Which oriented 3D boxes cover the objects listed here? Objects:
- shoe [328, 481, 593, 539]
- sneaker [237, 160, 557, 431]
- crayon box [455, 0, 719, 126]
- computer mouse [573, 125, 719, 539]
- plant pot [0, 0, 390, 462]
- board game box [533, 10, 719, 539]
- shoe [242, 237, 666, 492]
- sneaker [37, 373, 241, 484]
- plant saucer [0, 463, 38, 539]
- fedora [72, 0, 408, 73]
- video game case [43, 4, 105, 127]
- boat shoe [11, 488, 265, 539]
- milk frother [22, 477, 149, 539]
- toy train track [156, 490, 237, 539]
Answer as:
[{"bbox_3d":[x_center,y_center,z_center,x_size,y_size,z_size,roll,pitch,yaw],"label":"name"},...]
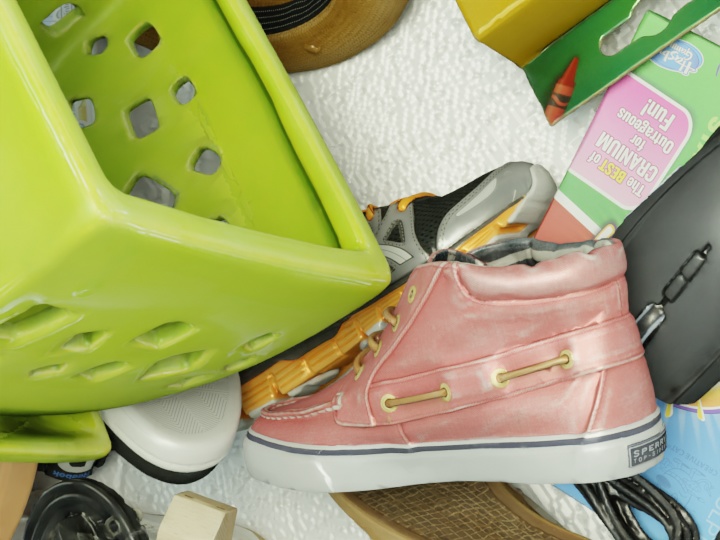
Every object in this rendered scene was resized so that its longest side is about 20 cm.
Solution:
[{"bbox_3d":[0.048,0.119,0.734,0.070,0.054,0.199,-36,47,-22],"label":"shoe"},{"bbox_3d":[0.000,0.000,0.758,0.199,0.078,0.078,-32,74,23],"label":"sneaker"},{"bbox_3d":[0.081,-0.180,0.703,0.127,0.051,0.201,-35,65,21],"label":"crayon box"},{"bbox_3d":[0.146,0.030,0.660,0.200,0.046,0.141,-45,73,19],"label":"computer mouse"},{"bbox_3d":[-0.138,-0.036,0.631,0.181,0.198,0.201,-36,68,21],"label":"plant pot"},{"bbox_3d":[0.146,0.014,0.708,0.152,0.040,0.201,30,103,21],"label":"board game box"},{"bbox_3d":[0.029,0.038,0.682,0.199,0.071,0.092,-6,97,37],"label":"shoe"},{"bbox_3d":[-0.119,0.068,0.791,0.200,0.072,0.113,47,130,49],"label":"sneaker"},{"bbox_3d":[-0.214,0.053,0.827,0.199,0.037,0.202,-10,78,54],"label":"plant saucer"},{"bbox_3d":[-0.066,-0.176,0.755,0.199,0.201,0.082,-3,53,25],"label":"fedora"},{"bbox_3d":[-0.209,-0.063,0.800,0.180,0.023,0.202,-13,56,5],"label":"video game case"},{"bbox_3d":[-0.141,0.151,0.829,0.198,0.069,0.072,-2,92,25],"label":"boat shoe"},{"bbox_3d":[-0.030,0.170,0.714,0.179,0.188,0.202,-18,84,24],"label":"milk frother"},{"bbox_3d":[-0.082,0.184,0.617,0.114,0.032,0.202,15,98,24],"label":"toy train track"}]
